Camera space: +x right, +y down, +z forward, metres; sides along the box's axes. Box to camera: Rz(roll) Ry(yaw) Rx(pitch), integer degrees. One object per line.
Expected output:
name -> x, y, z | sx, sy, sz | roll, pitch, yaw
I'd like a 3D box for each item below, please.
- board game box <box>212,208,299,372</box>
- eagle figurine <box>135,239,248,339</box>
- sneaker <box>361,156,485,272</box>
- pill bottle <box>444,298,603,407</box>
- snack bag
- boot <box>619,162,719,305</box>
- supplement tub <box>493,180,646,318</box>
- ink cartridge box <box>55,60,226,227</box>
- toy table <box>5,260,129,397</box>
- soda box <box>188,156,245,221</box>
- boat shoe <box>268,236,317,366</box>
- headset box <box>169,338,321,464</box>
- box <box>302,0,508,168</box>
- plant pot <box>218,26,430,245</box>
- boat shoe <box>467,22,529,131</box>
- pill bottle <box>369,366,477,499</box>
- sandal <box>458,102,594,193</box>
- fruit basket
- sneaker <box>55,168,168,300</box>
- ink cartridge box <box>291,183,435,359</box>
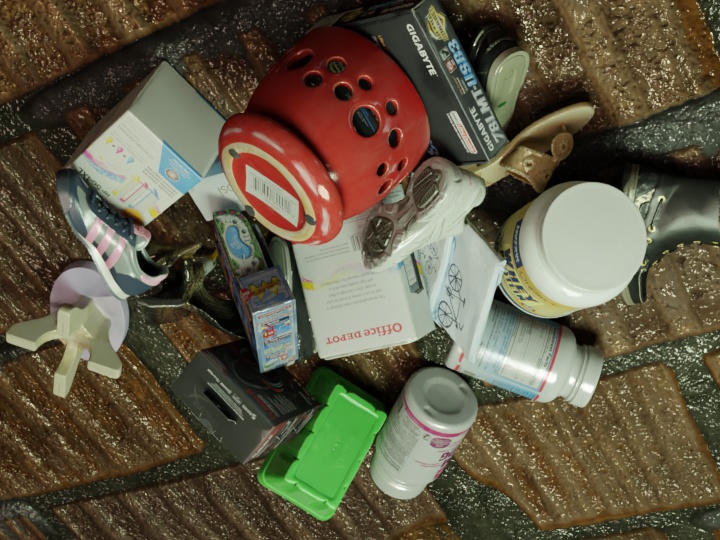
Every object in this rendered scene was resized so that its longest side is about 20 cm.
board game box -> -0.135, 0.019, 1.497 | 0.061, 0.202, 0.200 | -19, 171, -11
eagle figurine -> -0.240, 0.035, 1.613 | 0.150, 0.152, 0.201 | -26, 134, -12
sneaker -> 0.078, -0.053, 1.354 | 0.098, 0.079, 0.200 | 10, 146, -34
pill bottle -> 0.222, 0.112, 1.540 | 0.198, 0.109, 0.109 | 21, 132, 0
snack bag -> 0.108, -0.001, 1.456 | 0.021, 0.200, 0.190 | -16, 138, -27
boot -> 0.389, -0.039, 1.386 | 0.149, 0.073, 0.202 | 3, 124, 16
supplement tub -> 0.244, -0.024, 1.341 | 0.143, 0.146, 0.200 | 25, 170, -3
ink cartridge box -> -0.288, -0.147, 1.483 | 0.128, 0.126, 0.199 | 43, 128, -19
toy table -> -0.433, 0.095, 1.741 | 0.181, 0.118, 0.202 | 9, 130, 10
soda box -> -0.127, -0.129, 1.482 | 0.198, 0.068, 0.064 | -14, 123, 28
boat shoe -> -0.092, 0.041, 1.618 | 0.060, 0.074, 0.202 | -15, 116, -24
headset box -> -0.159, 0.176, 1.568 | 0.149, 0.200, 0.075 | 44, 105, 12
box -> 0.050, -0.211, 1.311 | 0.197, 0.050, 0.201 | 5, 133, 51
plant pot -> -0.048, -0.146, 1.289 | 0.199, 0.183, 0.201 | 31, 149, 22
boat shoe -> 0.142, -0.200, 1.348 | 0.068, 0.071, 0.201 | 48, 146, 25
pill bottle -> 0.089, 0.247, 1.694 | 0.112, 0.114, 0.201 | 23, 133, -2
sandal -> 0.195, -0.118, 1.354 | 0.210, 0.070, 0.077 | -26, 157, 25
fruit basket -> -0.068, 0.257, 1.731 | 0.155, 0.217, 0.216 | 32, 131, -10
sneaker -> -0.315, -0.055, 1.451 | 0.081, 0.071, 0.201 | -17, 127, 10
ink cartridge box -> 0.000, 0.000, 1.480 | 0.146, 0.085, 0.203 | -12, 94, 26
